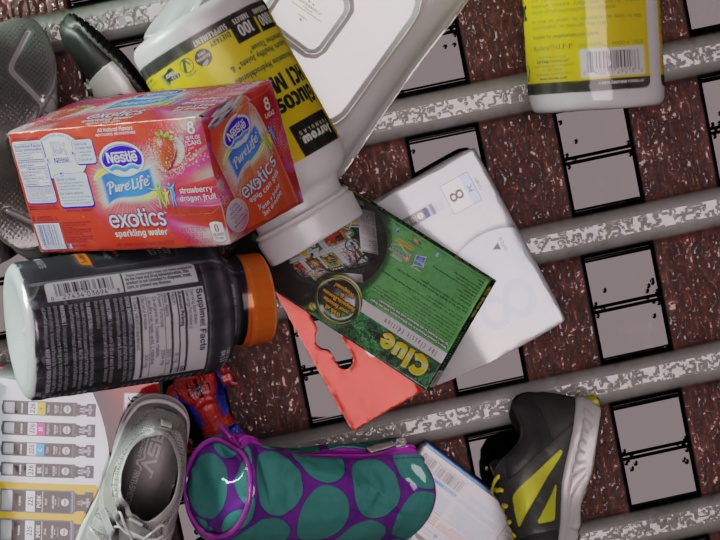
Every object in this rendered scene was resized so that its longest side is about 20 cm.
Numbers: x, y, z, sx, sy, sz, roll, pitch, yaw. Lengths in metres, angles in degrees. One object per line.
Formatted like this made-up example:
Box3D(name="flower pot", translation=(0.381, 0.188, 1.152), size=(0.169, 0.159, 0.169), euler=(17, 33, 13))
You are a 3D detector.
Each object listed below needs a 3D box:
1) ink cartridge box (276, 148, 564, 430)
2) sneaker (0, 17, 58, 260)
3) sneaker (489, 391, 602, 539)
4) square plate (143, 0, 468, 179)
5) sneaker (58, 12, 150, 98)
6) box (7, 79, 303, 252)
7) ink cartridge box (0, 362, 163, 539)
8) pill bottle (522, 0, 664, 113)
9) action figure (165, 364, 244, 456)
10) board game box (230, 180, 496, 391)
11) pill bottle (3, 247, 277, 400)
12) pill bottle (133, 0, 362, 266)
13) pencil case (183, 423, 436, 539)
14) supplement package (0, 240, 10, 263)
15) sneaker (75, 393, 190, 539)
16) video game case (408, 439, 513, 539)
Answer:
Box3D(name="ink cartridge box", translation=(0.043, 0.017, 1.743), size=(0.199, 0.047, 0.161), euler=(-29, 95, -2))
Box3D(name="sneaker", translation=(-0.273, -0.102, 1.709), size=(0.070, 0.080, 0.202), euler=(-4, 74, -2))
Box3D(name="sneaker", translation=(0.141, 0.193, 1.744), size=(0.084, 0.075, 0.201), euler=(13, 72, 6))
Box3D(name="square plate", translation=(-0.042, -0.208, 1.733), size=(0.199, 0.028, 0.199), euler=(36, 91, -4))
Box3D(name="sneaker", translation=(-0.194, -0.108, 1.708), size=(0.088, 0.074, 0.201), euler=(-34, 98, 3))
Box3D(name="box", translation=(-0.154, -0.077, 1.595), size=(0.199, 0.095, 0.100), euler=(-2, 110, 37))
Box3D(name="ink cartridge box", translation=(-0.247, 0.178, 1.694), size=(0.174, 0.084, 0.202), euler=(2, 95, -3))
Box3D(name="pill bottle", translation=(0.183, -0.228, 1.702), size=(0.110, 0.111, 0.202), euler=(-3, 94, -3))
Box3D(name="action figure", translation=(-0.106, 0.146, 1.722), size=(0.065, 0.099, 0.201), euler=(-27, 92, -2))
Box3D(name="board game box", translation=(0.000, 0.000, 1.714), size=(0.199, 0.023, 0.105), euler=(33, 96, 16))
Box3D(name="pill bottle", translation=(-0.166, 0.034, 1.633), size=(0.198, 0.106, 0.107), euler=(-8, 95, -20))
Box3D(name="pill bottle", translation=(-0.083, -0.111, 1.666), size=(0.112, 0.112, 0.201), euler=(-30, 94, -1))
Box3D(name="pencil case", translation=(-0.039, 0.170, 1.680), size=(0.199, 0.085, 0.093), euler=(4, 111, -41))
Box3D(name="supplement package", translation=(-0.361, -0.089, 1.678), size=(0.120, 0.120, 0.202), euler=(-14, 94, -1))
Box3D(name="sneaker", translation=(-0.177, 0.195, 1.616), size=(0.074, 0.082, 0.202), euler=(10, 94, -7))
Box3D(name="video game case", translation=(0.050, 0.263, 1.776), size=(0.143, 0.018, 0.200), euler=(37, 91, -5))
